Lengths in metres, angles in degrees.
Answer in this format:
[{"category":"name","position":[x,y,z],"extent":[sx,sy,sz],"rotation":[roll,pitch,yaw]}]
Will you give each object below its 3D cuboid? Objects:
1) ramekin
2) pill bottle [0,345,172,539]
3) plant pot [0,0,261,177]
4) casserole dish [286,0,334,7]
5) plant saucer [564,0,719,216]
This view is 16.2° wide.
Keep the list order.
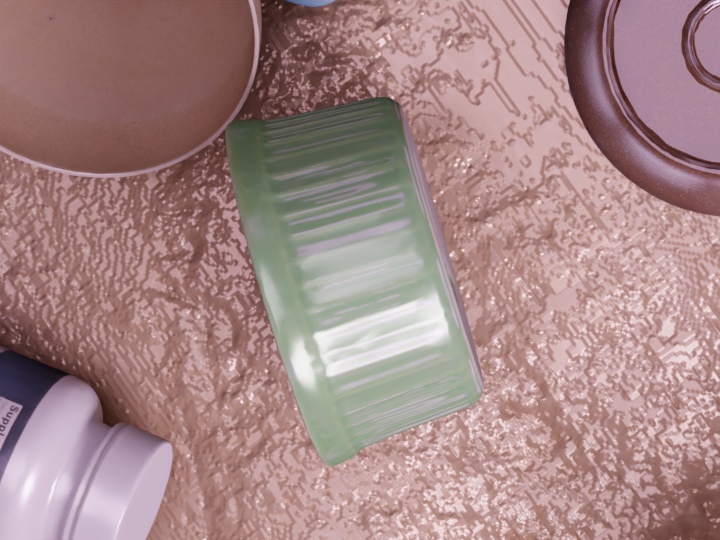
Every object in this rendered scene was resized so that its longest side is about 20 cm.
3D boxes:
[{"category":"ramekin","position":[0.000,0.000,1.408],"extent":[0.097,0.200,0.201],"rotation":[-16,89,3]},{"category":"pill bottle","position":[-0.219,0.106,1.491],"extent":[0.199,0.120,0.120],"rotation":[22,96,9]},{"category":"plant pot","position":[-0.147,-0.174,1.441],"extent":[0.199,0.135,0.201],"rotation":[4,129,5]},{"category":"casserole dish","position":[-0.008,-0.252,1.475],"extent":[0.121,0.039,0.201],"rotation":[18,96,10]},{"category":"plant saucer","position":[0.214,-0.130,1.441],"extent":[0.199,0.032,0.201],"rotation":[1,94,11]}]
